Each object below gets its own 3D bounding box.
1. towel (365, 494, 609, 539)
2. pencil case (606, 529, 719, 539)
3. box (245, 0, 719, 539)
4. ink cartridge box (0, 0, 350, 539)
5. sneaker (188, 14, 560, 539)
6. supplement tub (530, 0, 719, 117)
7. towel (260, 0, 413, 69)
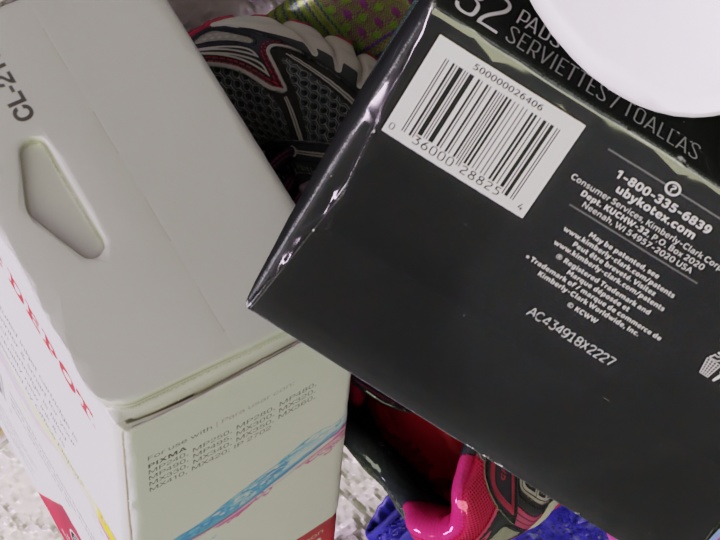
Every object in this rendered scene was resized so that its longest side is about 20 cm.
[{"bbox_3d":[0.115,0.114,0.947,0.200,0.050,0.148,31,134,-12],"label":"towel"},{"bbox_3d":[0.180,0.065,0.849,0.199,0.089,0.089,7,130,-2],"label":"pencil case"},{"bbox_3d":[0.083,-0.046,0.755,0.148,0.200,0.124,32,130,-2],"label":"box"},{"bbox_3d":[-0.072,0.018,0.842,0.146,0.083,0.200,58,163,22],"label":"ink cartridge box"},{"bbox_3d":[0.000,0.000,0.861,0.200,0.075,0.081,51,126,9],"label":"sneaker"},{"bbox_3d":[0.145,-0.117,0.652,0.145,0.200,0.146,26,123,47],"label":"supplement tub"},{"bbox_3d":[0.026,-0.012,0.925,0.143,0.023,0.200,-31,108,38],"label":"towel"}]
